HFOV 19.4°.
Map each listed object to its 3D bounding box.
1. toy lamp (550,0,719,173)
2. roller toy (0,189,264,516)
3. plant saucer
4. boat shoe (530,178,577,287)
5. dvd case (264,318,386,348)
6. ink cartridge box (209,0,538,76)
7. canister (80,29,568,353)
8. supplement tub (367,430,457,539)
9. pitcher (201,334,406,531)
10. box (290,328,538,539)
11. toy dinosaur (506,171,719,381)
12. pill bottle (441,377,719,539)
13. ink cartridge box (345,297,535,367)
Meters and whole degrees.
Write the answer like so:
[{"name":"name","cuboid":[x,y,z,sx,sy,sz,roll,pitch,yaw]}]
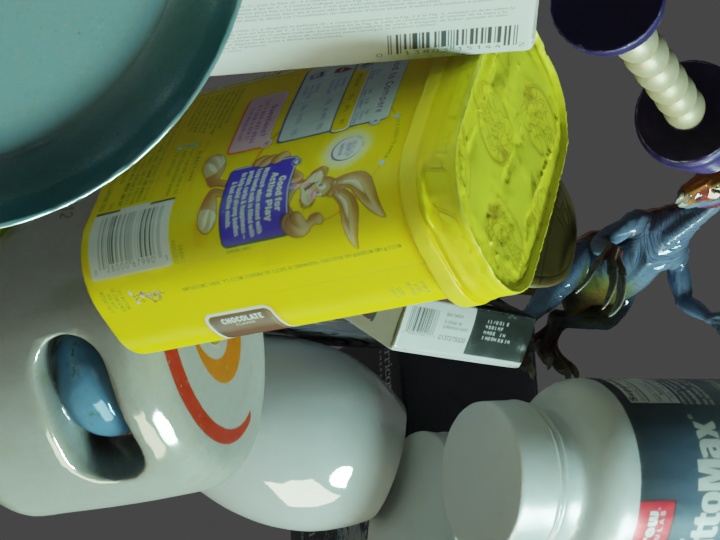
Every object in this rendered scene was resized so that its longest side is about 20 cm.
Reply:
[{"name":"toy lamp","cuboid":[0.142,-0.092,0.990,0.058,0.058,0.200,-10,160,18]},{"name":"roller toy","cuboid":[-0.130,0.032,1.108,0.140,0.183,0.200,-11,162,17]},{"name":"plant saucer","cuboid":[-0.129,-0.109,0.702,0.200,0.200,0.027,8,-161,-35]},{"name":"boat shoe","cuboid":[0.049,-0.034,1.152,0.066,0.074,0.200,1,170,36]},{"name":"dvd case","cuboid":[-0.061,0.029,1.342,0.200,0.016,0.149,0,167,22]},{"name":"ink cartridge box","cuboid":[-0.028,-0.129,0.838,0.200,0.045,0.176,-5,164,0]},{"name":"canister","cuboid":[-0.017,-0.039,0.978,0.200,0.149,0.087,-11,128,28]},{"name":"supplement tub","cuboid":[0.120,0.178,1.362,0.200,0.145,0.145,10,159,-25]},{"name":"pitcher","cuboid":[-0.080,0.089,1.371,0.200,0.121,0.172,17,-172,-11]},{"name":"box","cuboid":[0.037,0.152,1.530,0.117,0.197,0.200,6,160,-26]},{"name":"toy dinosaur","cuboid":[0.149,-0.015,1.246,0.105,0.200,0.182,19,115,-43]},{"name":"pill bottle","cuboid":[0.155,0.123,1.244,0.200,0.120,0.120,2,163,-28]},{"name":"ink cartridge box","cuboid":[0.000,0.000,1.184,0.095,0.037,0.200,10,-168,-40]}]
